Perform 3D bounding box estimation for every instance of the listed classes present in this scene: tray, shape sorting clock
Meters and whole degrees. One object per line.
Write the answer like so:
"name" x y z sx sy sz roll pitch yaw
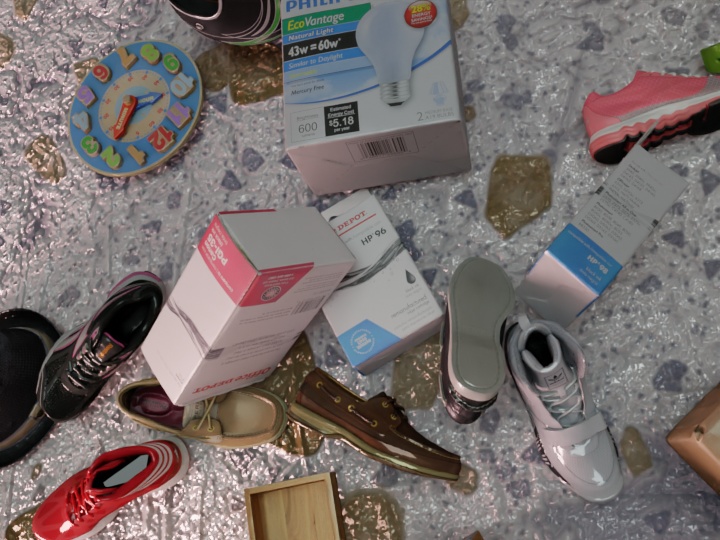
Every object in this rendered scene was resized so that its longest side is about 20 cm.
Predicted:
"tray" -0.059 0.325 0.770 0.097 0.037 0.203 -13 74 8
"shape sorting clock" -0.300 -0.218 0.967 0.197 0.039 0.203 -3 74 11

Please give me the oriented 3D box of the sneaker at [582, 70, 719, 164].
"sneaker" 0.341 -0.192 0.805 0.198 0.074 0.088 -18 71 7

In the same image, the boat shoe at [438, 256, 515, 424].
"boat shoe" 0.117 0.067 0.752 0.073 0.061 0.201 13 42 -3

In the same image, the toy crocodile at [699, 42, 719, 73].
"toy crocodile" 0.466 -0.290 0.815 0.200 0.062 0.068 -44 110 -4

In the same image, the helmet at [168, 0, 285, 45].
"helmet" -0.141 -0.374 0.896 0.198 0.191 0.202 13 58 -21

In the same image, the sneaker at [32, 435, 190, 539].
"sneaker" -0.296 0.238 0.801 0.199 0.116 0.079 -33 71 2

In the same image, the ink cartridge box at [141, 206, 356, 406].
"ink cartridge box" -0.119 0.035 0.760 0.083 0.146 0.201 51 123 21

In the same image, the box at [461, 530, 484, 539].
"box" 0.123 0.359 0.674 0.097 0.124 0.201 -33 71 1

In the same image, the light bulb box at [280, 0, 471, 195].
"light bulb box" 0.018 -0.215 0.847 0.196 0.125 0.203 -8 70 10

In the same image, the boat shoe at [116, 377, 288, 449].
"boat shoe" -0.182 0.160 0.824 0.197 0.066 0.075 1 75 12

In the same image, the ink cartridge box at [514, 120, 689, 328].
"ink cartridge box" 0.254 -0.044 0.745 0.067 0.116 0.200 40 72 12

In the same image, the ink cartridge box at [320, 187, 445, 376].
"ink cartridge box" 0.000 0.000 0.828 0.115 0.068 0.201 -30 71 2

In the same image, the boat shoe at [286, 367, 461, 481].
"boat shoe" 0.018 0.163 0.778 0.198 0.072 0.068 20 82 19

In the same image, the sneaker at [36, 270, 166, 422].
"sneaker" -0.301 0.087 0.843 0.080 0.086 0.201 36 84 -20

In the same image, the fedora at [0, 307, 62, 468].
"fedora" -0.450 0.136 0.873 0.198 0.092 0.203 -3 74 11

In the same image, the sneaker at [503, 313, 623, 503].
"sneaker" 0.199 0.134 0.724 0.074 0.115 0.202 -25 71 5

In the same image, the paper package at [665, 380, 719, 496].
"paper package" 0.381 0.184 0.632 0.103 0.191 0.200 -44 70 2
